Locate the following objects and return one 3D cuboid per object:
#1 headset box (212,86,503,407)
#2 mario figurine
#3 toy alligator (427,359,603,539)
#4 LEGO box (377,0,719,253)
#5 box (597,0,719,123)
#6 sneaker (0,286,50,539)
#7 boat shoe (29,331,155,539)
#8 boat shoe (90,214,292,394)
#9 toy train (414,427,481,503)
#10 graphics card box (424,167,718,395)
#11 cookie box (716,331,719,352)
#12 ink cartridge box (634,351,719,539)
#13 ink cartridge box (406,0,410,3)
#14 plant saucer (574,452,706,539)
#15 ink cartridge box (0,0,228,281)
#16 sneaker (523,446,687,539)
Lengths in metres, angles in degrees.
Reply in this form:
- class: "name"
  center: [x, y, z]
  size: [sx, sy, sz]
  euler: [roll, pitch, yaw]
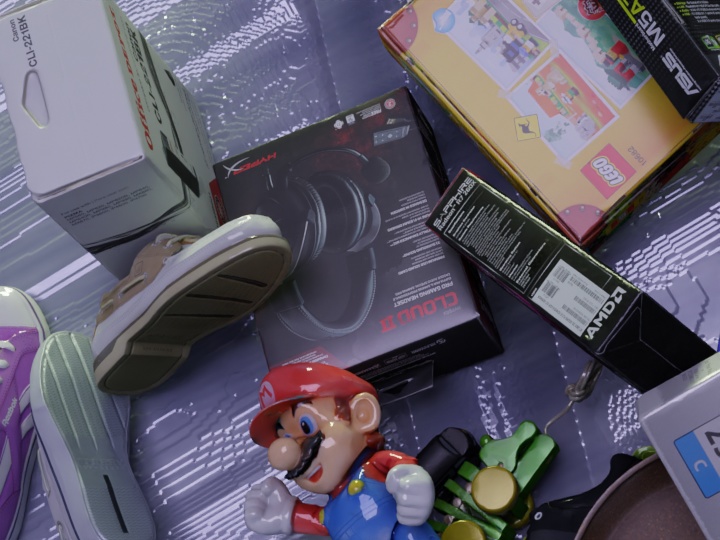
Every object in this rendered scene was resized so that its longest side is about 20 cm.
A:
- class: "headset box"
  center: [0.000, 0.000, 1.515]
  size: [0.148, 0.077, 0.201]
  euler: [-21, 64, 10]
- class: "mario figurine"
  center: [-0.014, 0.147, 1.399]
  size: [0.123, 0.106, 0.201]
  euler: [-33, 68, 3]
- class: "toy alligator"
  center: [0.086, 0.135, 1.445]
  size: [0.054, 0.059, 0.201]
  euler: [26, 81, 23]
- class: "LEGO box"
  center: [0.133, -0.132, 1.492]
  size: [0.149, 0.077, 0.200]
  euler: [-42, 80, 1]
- class: "box"
  center: [0.231, -0.182, 1.452]
  size: [0.194, 0.199, 0.048]
  euler: [56, 130, 26]
- class: "sneaker"
  center: [-0.266, 0.094, 1.546]
  size: [0.072, 0.114, 0.202]
  euler: [-5, 67, 17]
- class: "boat shoe"
  center: [-0.194, 0.133, 1.531]
  size: [0.067, 0.073, 0.201]
  euler: [-56, 36, 35]
- class: "boat shoe"
  center: [-0.121, 0.009, 1.494]
  size: [0.200, 0.074, 0.069]
  euler: [-37, 56, 39]
- class: "toy train"
  center: [0.005, 0.181, 1.462]
  size: [0.034, 0.046, 0.200]
  euler: [40, 86, 26]
- class: "graphics card box"
  center: [0.138, 0.018, 1.398]
  size: [0.051, 0.125, 0.200]
  euler: [-53, 40, 0]
- class: "cookie box"
  center: [0.314, 0.024, 1.405]
  size: [0.170, 0.075, 0.202]
  euler: [6, 72, 20]
- class: "ink cartridge box"
  center: [0.282, 0.121, 1.300]
  size: [0.175, 0.045, 0.201]
  euler: [-31, 97, 8]
- class: "ink cartridge box"
  center: [0.075, -0.239, 1.593]
  size: [0.108, 0.050, 0.202]
  euler: [-18, 74, 10]
- class: "plant saucer"
  center: [0.214, 0.201, 1.356]
  size: [0.198, 0.037, 0.203]
  euler: [0, 88, -7]
- class: "ink cartridge box"
  center: [-0.164, -0.085, 1.531]
  size: [0.083, 0.200, 0.145]
  euler: [-22, 65, 9]
- class: "sneaker"
  center: [0.127, 0.192, 1.416]
  size: [0.200, 0.072, 0.083]
  euler: [-40, 52, -7]
